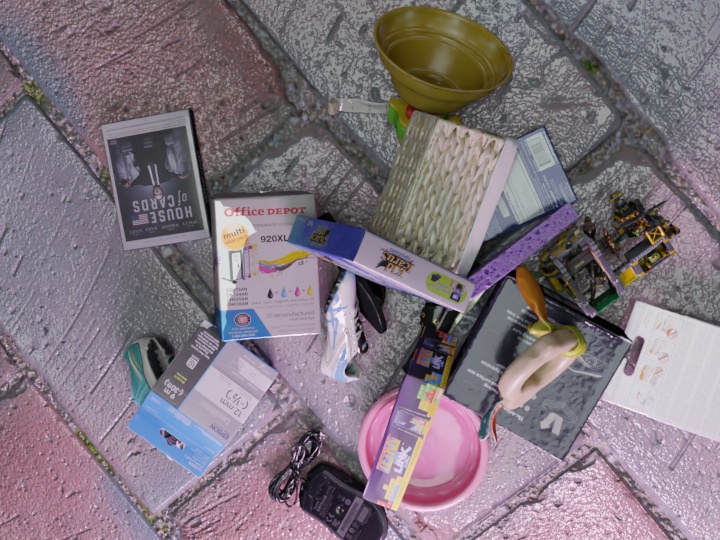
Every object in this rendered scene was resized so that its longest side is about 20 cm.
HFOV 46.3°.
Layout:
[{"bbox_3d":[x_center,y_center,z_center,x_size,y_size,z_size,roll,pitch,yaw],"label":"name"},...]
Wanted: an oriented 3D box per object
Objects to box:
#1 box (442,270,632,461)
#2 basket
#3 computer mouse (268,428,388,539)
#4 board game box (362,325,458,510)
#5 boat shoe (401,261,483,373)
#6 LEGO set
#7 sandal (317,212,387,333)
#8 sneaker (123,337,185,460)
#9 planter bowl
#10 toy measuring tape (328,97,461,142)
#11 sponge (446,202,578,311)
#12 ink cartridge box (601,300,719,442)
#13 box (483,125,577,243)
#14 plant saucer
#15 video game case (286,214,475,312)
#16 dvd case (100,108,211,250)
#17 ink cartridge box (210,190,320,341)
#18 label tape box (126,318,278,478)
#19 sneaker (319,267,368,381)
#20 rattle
[{"bbox_3d":[0.249,0.131,1.219,0.196,0.117,0.201,29,100,4],"label":"box"},{"bbox_3d":[0.107,-0.111,1.152,0.123,0.136,0.201,18,100,-17],"label":"basket"},{"bbox_3d":[-0.035,0.355,1.334,0.200,0.053,0.139,36,101,14],"label":"computer mouse"},{"bbox_3d":[0.070,0.200,1.165,0.056,0.165,0.201,21,111,7],"label":"board game box"},{"bbox_3d":[0.119,0.070,1.256,0.063,0.074,0.202,34,96,2],"label":"boat shoe"},{"bbox_3d":[0.323,-0.043,1.155,0.199,0.154,0.116,-34,117,13],"label":"LEGO set"},{"bbox_3d":[0.000,-0.001,1.270,0.048,0.075,0.201,-27,91,-16],"label":"sandal"},{"bbox_3d":[-0.325,0.206,1.357,0.079,0.077,0.201,-16,90,30],"label":"sneaker"},{"bbox_3d":[0.106,-0.280,1.183,0.199,0.201,0.084,24,137,5],"label":"planter bowl"},{"bbox_3d":[0.048,-0.215,1.225,0.199,0.074,0.074,6,98,3],"label":"toy measuring tape"},{"bbox_3d":[0.204,-0.016,1.172,0.199,0.112,0.030,-35,87,-15],"label":"sponge"},{"bbox_3d":[0.472,0.145,1.227,0.199,0.047,0.161,18,101,12],"label":"ink cartridge box"},{"bbox_3d":[0.201,-0.114,1.237,0.199,0.032,0.122,-24,92,11],"label":"box"},{"bbox_3d":[0.097,0.267,1.297,0.199,0.051,0.202,1,98,8],"label":"plant saucer"},{"bbox_3d":[0.022,-0.011,1.108,0.181,0.200,0.046,25,86,-29],"label":"video game case"},{"bbox_3d":[-0.318,-0.141,1.323,0.149,0.025,0.201,-8,96,11],"label":"dvd case"},{"bbox_3d":[-0.142,-0.013,1.230,0.146,0.145,0.202,-3,97,-12],"label":"ink cartridge box"},{"bbox_3d":[-0.241,0.196,1.290,0.143,0.066,0.200,37,75,-6],"label":"label tape box"},{"bbox_3d":[-0.019,0.082,1.259,0.072,0.072,0.201,11,126,7],"label":"sneaker"},{"bbox_3d":[0.194,0.119,1.136,0.143,0.130,0.200,44,129,13],"label":"rattle"}]
